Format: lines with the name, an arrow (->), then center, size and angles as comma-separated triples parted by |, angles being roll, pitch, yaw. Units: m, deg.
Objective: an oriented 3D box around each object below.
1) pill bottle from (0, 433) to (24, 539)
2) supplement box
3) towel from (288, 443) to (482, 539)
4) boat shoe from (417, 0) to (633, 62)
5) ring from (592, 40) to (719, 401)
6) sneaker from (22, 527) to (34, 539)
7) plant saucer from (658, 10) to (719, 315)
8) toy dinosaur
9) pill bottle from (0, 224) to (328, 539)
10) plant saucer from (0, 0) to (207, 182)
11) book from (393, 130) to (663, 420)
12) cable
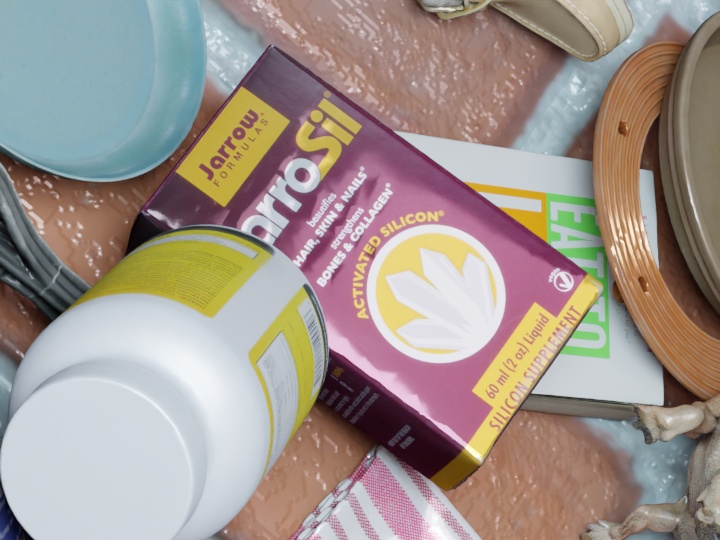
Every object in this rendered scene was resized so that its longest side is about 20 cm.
pill bottle -> -0.193, 0.137, 1.131 | 0.111, 0.111, 0.200 | -24, 121, -29
supplement box -> 0.000, 0.000, 1.294 | 0.200, 0.086, 0.110 | 36, 73, 0
towel -> 0.001, 0.198, 1.327 | 0.146, 0.030, 0.200 | 49, 63, -11
boat shoe -> 0.050, -0.166, 1.407 | 0.200, 0.074, 0.069 | 37, 68, -6
ring -> 0.180, -0.024, 1.434 | 0.200, 0.019, 0.201 | 23, 60, -46
sneaker -> -0.160, 0.113, 1.215 | 0.200, 0.112, 0.073 | 16, 72, -23
plant saucer -> 0.219, -0.043, 1.451 | 0.200, 0.029, 0.200 | 23, 59, -45
toy dinosaur -> 0.201, 0.102, 1.385 | 0.135, 0.200, 0.086 | -23, 53, -31
pill bottle -> -0.085, 0.055, 1.153 | 0.112, 0.112, 0.200 | 57, 17, -6
plant saucer -> -0.155, -0.132, 1.284 | 0.200, 0.027, 0.200 | 24, 54, -38
book -> 0.058, 0.001, 1.392 | 0.200, 0.048, 0.134 | 6, 76, -22
cable -> -0.155, -0.016, 1.256 | 0.200, 0.097, 0.050 | 35, 54, -21
